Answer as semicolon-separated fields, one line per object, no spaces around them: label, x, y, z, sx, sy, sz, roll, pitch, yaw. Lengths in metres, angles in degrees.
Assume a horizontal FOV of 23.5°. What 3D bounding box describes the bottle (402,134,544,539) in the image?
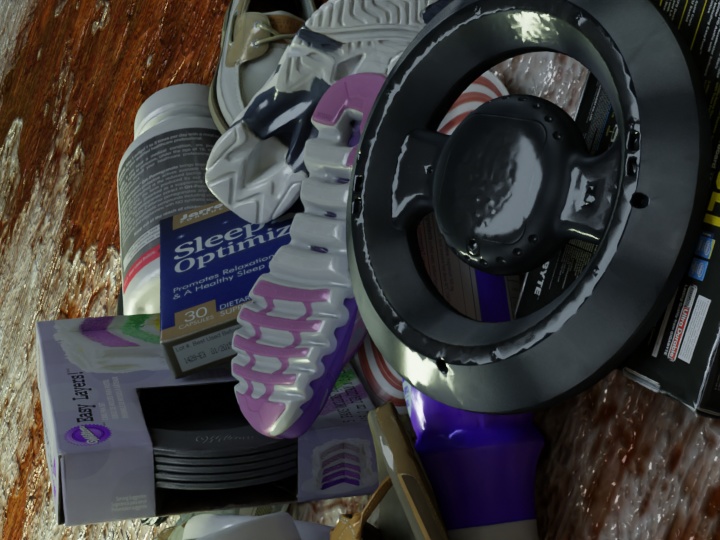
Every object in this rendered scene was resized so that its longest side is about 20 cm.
bottle;0.050;0.038;0.844;0.084;0.065;0.201;77;-175;-82

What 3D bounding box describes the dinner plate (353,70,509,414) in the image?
dinner plate;0.046;-0.016;0.977;0.200;0.024;0.201;-42;40;50

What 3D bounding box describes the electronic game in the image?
electronic game;0.067;-0.037;0.755;0.199;0.041;0.201;-13;71;43

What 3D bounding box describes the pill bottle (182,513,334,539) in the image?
pill bottle;-0.055;0.242;0.948;0.114;0.114;0.201;-23;56;61

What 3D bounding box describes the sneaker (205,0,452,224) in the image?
sneaker;-0.006;-0.122;1.063;0.199;0.079;0.130;-50;6;25

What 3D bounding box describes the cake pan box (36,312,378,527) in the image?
cake pan box;-0.094;0.080;1.013;0.200;0.183;0.053;-121;28;-66

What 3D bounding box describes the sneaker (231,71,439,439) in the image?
sneaker;0.000;0.000;0.929;0.080;0.088;0.201;17;85;50

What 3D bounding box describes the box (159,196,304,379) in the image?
box;-0.065;-0.011;1.068;0.200;0.121;0.033;-104;-6;-64

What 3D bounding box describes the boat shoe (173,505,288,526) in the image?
boat shoe;-0.083;0.174;1.127;0.074;0.065;0.203;36;118;44

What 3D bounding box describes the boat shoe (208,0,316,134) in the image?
boat shoe;-0.066;-0.156;1.240;0.201;0.074;0.069;-100;28;-45

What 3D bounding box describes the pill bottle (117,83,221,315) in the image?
pill bottle;-0.120;-0.040;1.252;0.111;0.110;0.201;-56;31;38

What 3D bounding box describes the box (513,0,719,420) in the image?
box;0.147;-0.050;0.741;0.160;0.049;0.201;26;101;63

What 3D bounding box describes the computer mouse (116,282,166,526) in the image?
computer mouse;-0.139;0.082;1.311;0.139;0.052;0.201;-52;44;45

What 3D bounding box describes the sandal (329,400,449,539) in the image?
sandal;0.011;0.147;0.837;0.201;0.054;0.081;92;158;-48

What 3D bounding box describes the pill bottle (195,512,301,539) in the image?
pill bottle;-0.041;0.228;0.834;0.114;0.114;0.201;-42;67;52

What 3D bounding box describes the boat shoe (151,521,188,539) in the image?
boat shoe;-0.124;0.247;1.029;0.076;0.072;0.201;-17;43;32
